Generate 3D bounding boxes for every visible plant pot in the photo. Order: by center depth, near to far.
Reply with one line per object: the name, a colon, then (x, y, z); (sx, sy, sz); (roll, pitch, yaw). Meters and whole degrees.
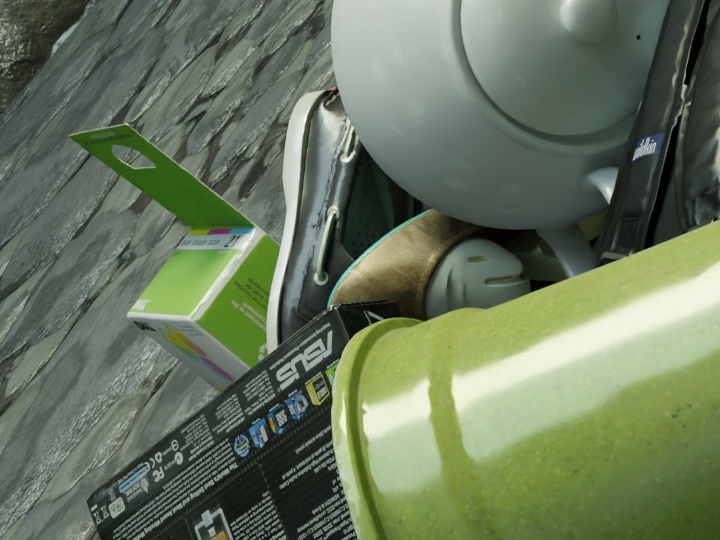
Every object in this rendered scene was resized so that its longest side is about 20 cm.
plant pot: (0.122, 0.067, 1.085); (0.184, 0.200, 0.200); (-31, 23, 23)

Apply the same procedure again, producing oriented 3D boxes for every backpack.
backpack: (0.190, -0.073, 1.276); (0.163, 0.154, 0.200); (-29, 54, 56)

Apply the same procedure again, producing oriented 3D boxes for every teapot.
teapot: (0.087, -0.108, 1.373); (0.198, 0.200, 0.146); (-59, 14, -8)

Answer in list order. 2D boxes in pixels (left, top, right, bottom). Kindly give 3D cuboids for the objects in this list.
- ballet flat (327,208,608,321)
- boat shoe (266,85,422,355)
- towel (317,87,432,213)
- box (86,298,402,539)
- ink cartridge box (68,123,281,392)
ballet flat: (0.078, -0.005, 1.456); (0.200, 0.068, 0.072); (-24, 32, -34)
boat shoe: (0.000, 0.000, 1.485); (0.060, 0.074, 0.200); (-12, 67, 41)
towel: (0.029, -0.028, 1.620); (0.030, 0.147, 0.200); (-22, 12, -12)
box: (-0.023, 0.143, 1.316); (0.047, 0.193, 0.200); (-7, -25, -47)
ink cartridge box: (-0.104, 0.002, 1.793); (0.076, 0.200, 0.148); (-54, 16, -11)
